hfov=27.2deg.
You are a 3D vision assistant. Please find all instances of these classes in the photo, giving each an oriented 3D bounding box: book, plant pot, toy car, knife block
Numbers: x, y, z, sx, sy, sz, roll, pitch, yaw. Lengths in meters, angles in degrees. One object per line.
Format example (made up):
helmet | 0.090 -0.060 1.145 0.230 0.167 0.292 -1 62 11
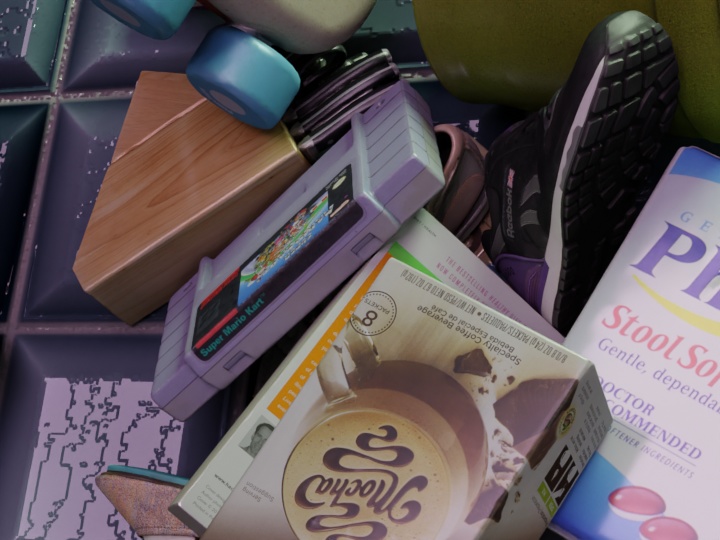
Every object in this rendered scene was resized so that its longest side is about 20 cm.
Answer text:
book | 0.015 0.085 0.769 0.134 0.048 0.200 40 69 -5
plant pot | 0.139 -0.161 0.819 0.192 0.200 0.201 -1 68 32
toy car | -0.099 -0.211 0.872 0.200 0.177 0.185 22 78 46
knife block | -0.062 -0.058 0.902 0.175 0.064 0.201 9 71 23

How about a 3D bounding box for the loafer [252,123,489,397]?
loafer | 0.000 0.000 0.850 0.072 0.063 0.200 34 82 27

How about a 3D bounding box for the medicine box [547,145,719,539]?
medicine box | 0.194 0.072 0.734 0.182 0.103 0.200 29 84 27

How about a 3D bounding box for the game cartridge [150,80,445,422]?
game cartridge | -0.038 -0.014 0.827 0.200 0.130 0.038 -42 105 16

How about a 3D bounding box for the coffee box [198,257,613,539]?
coffee box | 0.012 0.112 0.674 0.113 0.080 0.200 27 76 27

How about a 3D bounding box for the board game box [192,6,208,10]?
board game box | -0.064 -0.267 0.977 0.120 0.032 0.201 10 82 42

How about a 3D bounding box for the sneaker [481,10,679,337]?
sneaker | 0.098 -0.057 0.770 0.076 0.200 0.088 -29 55 -30

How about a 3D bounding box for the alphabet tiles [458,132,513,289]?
alphabet tiles | 0.045 0.037 0.859 0.200 0.008 0.167 -44 62 -3

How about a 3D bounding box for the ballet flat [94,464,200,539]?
ballet flat | -0.064 0.152 0.817 0.199 0.068 0.067 5 74 22
